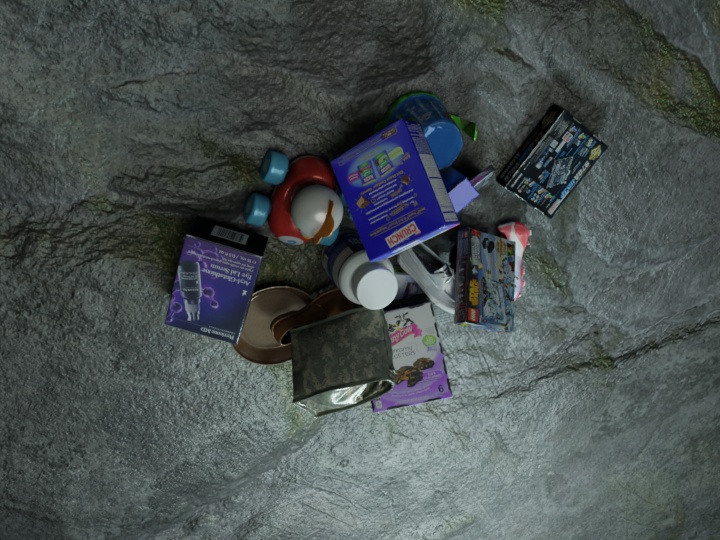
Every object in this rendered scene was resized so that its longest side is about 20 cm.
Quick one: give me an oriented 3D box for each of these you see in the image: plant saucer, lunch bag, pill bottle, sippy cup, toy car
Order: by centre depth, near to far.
[{"bbox_3d":[-0.094,-0.103,1.252,0.184,0.200,0.177,16,113,-27],"label":"toy car"},{"bbox_3d":[0.125,-0.255,1.283,0.178,0.130,0.140,-38,124,5],"label":"sippy cup"},{"bbox_3d":[-0.026,0.174,1.314,0.200,0.164,0.118,-20,144,18],"label":"lunch bag"},{"bbox_3d":[0.000,0.000,1.340,0.111,0.200,0.111,-7,113,-17],"label":"pill bottle"},{"bbox_3d":[-0.184,0.112,1.447,0.200,0.037,0.201,-9,121,-14],"label":"plant saucer"}]

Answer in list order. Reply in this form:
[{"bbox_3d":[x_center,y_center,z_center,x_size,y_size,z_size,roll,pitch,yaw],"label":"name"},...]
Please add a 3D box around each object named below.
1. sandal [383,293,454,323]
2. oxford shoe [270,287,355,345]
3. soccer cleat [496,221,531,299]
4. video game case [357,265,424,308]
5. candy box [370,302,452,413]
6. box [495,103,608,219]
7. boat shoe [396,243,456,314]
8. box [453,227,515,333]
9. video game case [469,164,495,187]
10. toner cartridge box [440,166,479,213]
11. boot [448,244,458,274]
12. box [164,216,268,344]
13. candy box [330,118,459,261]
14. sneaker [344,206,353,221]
[{"bbox_3d":[0.132,0.076,1.485,0.200,0.048,0.075,-3,122,-3],"label":"sandal"},{"bbox_3d":[-0.087,0.101,1.413,0.200,0.071,0.071,-29,123,-4],"label":"oxford shoe"},{"bbox_3d":[0.335,-0.018,1.544,0.076,0.067,0.200,-2,118,-9],"label":"soccer cleat"},{"bbox_3d":[0.084,0.087,1.523,0.181,0.045,0.200,5,118,-21],"label":"video game case"},{"bbox_3d":[0.088,0.180,1.414,0.168,0.072,0.200,-13,83,5],"label":"candy box"},{"bbox_3d":[0.410,-0.229,1.453,0.159,0.046,0.200,27,107,-31],"label":"box"},{"bbox_3d":[0.165,0.009,1.431,0.072,0.200,0.069,-34,166,-31],"label":"boat shoe"},{"bbox_3d":[0.262,0.023,1.424,0.137,0.040,0.200,14,74,-32],"label":"box"},{"bbox_3d":[0.185,-0.136,1.382,0.200,0.143,0.019,-37,86,5],"label":"video game case"},{"bbox_3d":[0.151,-0.155,1.308,0.095,0.200,0.043,-39,111,5],"label":"toner cartridge box"},{"bbox_3d":[0.244,0.023,1.516,0.131,0.068,0.200,-16,116,-28],"label":"boot"},{"bbox_3d":[-0.273,0.019,1.297,0.148,0.104,0.200,15,113,-7],"label":"box"},{"bbox_3d":[0.060,-0.138,1.201,0.169,0.200,0.077,-24,172,33],"label":"candy box"},{"bbox_3d":[0.036,-0.132,1.307,0.200,0.096,0.079,-24,127,41],"label":"sneaker"}]
